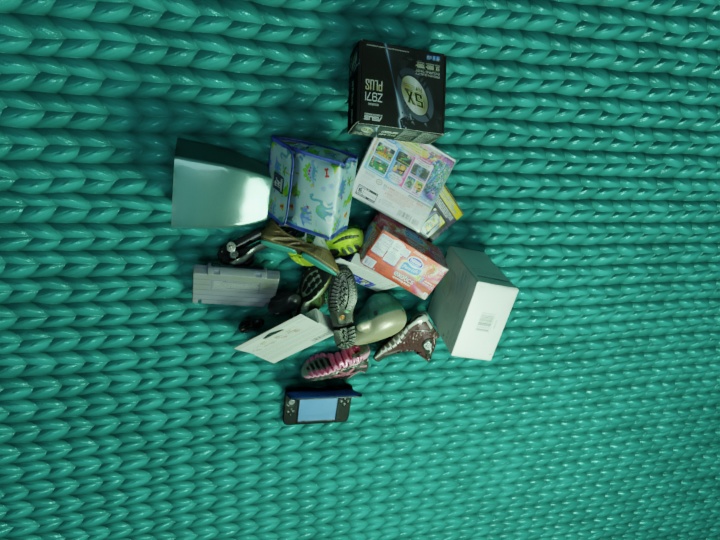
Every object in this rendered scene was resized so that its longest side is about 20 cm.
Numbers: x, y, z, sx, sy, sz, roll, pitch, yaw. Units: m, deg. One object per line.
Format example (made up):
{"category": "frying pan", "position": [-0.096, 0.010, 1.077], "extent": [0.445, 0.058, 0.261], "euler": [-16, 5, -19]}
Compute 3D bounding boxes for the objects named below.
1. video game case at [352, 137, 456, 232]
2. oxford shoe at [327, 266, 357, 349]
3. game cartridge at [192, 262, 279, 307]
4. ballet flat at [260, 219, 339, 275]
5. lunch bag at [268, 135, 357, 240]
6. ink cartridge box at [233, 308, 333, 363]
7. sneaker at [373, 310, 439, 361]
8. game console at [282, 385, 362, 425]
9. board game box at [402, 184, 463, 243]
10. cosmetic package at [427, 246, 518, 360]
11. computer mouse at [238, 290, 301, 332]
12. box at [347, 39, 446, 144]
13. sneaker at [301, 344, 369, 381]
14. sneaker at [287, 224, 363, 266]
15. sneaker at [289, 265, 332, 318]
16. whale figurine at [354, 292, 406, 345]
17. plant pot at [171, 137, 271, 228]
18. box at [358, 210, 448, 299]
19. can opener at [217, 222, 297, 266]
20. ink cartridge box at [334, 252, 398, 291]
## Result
{"category": "video game case", "position": [0.093, -0.212, 1.194], "extent": [0.195, 0.024, 0.187], "euler": [25, 102, -13]}
{"category": "oxford shoe", "position": [-0.047, 0.078, 1.265], "extent": [0.069, 0.085, 0.208], "euler": [-1, 116, -9]}
{"category": "game cartridge", "position": [-0.291, 0.035, 1.234], "extent": [0.192, 0.039, 0.131], "euler": [5, 140, -17]}
{"category": "ballet flat", "position": [-0.126, -0.060, 1.184], "extent": [0.193, 0.068, 0.075], "euler": [23, 79, 0]}
{"category": "lunch bag", "position": [-0.119, -0.183, 1.149], "extent": [0.194, 0.127, 0.176], "euler": [20, 114, 18]}
{"category": "ink cartridge box", "position": [-0.181, 0.150, 1.276], "extent": [0.195, 0.046, 0.176], "euler": [-26, 150, 16]}
{"category": "sneaker", "position": [0.129, 0.211, 1.408], "extent": [0.199, 0.076, 0.116], "euler": [-42, 91, 24]}
{"category": "game console", "position": [-0.107, 0.376, 1.435], "extent": [0.192, 0.119, 0.177], "euler": [2, 115, -15]}
{"category": "board game box", "position": [0.131, -0.162, 1.274], "extent": [0.164, 0.057, 0.201], "euler": [-40, 119, 4]}
{"category": "cosmetic package", "position": [0.276, 0.079, 1.348], "extent": [0.118, 0.201, 0.206], "euler": [9, 113, -16]}
{"category": "computer mouse", "position": [-0.222, 0.110, 1.290], "extent": [0.197, 0.035, 0.058], "euler": [-33, 140, 24]}
{"category": "box", "position": [0.075, -0.366, 1.105], "extent": [0.192, 0.086, 0.172], "euler": [4, 88, -16]}
{"category": "sneaker", "position": [-0.062, 0.265, 1.426], "extent": [0.192, 0.080, 0.098], "euler": [-16, 130, -6]}
{"category": "sneaker", "position": [-0.083, -0.064, 1.252], "extent": [0.192, 0.084, 0.077], "euler": [-8, 113, 11]}
{"category": "sneaker", "position": [-0.106, 0.056, 1.295], "extent": [0.086, 0.079, 0.201], "euler": [-1, 145, -37]}
{"category": "whale figurine", "position": [0.022, 0.129, 1.369], "extent": [0.195, 0.107, 0.158], "euler": [-27, 161, 21]}
{"category": "plant pot", "position": [-0.289, -0.174, 1.107], "extent": [0.192, 0.142, 0.146], "euler": [4, 116, -20]}
{"category": "box", "position": [0.098, -0.035, 1.242], "extent": [0.196, 0.097, 0.101], "euler": [28, 117, -21]}
{"category": "can opener", "position": [-0.240, -0.066, 1.225], "extent": [0.195, 0.079, 0.065], "euler": [-31, 81, -3]}
{"category": "ink cartridge box", "position": [0.000, 0.000, 1.279], "extent": [0.195, 0.093, 0.039], "euler": [21, 67, -35]}
